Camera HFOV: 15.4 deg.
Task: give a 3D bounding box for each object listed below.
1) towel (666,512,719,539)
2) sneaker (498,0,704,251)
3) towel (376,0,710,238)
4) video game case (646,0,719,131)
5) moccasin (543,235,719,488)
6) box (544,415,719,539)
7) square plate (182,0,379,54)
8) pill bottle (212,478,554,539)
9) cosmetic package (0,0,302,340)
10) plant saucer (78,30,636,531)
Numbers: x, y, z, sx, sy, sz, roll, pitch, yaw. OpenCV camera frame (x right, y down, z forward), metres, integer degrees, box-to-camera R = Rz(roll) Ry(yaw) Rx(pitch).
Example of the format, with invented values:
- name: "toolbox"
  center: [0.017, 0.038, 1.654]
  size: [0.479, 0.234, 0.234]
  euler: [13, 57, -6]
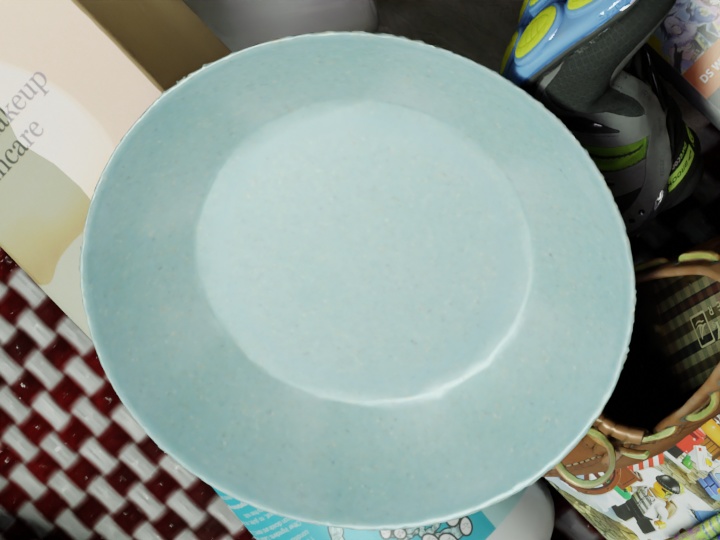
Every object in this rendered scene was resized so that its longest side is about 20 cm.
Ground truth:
- name: "towel"
  center: [0.225, 0.162, 1.066]
  size: [0.143, 0.023, 0.200]
  euler: [-34, 102, 37]
- name: "sneaker"
  center: [0.090, -0.062, 0.965]
  size: [0.082, 0.071, 0.200]
  euler: [20, 151, 5]
- name: "towel"
  center: [0.045, -0.093, 1.053]
  size: [0.200, 0.034, 0.133]
  euler: [34, 129, 5]
- name: "video game case"
  center: [0.176, -0.136, 0.944]
  size: [0.181, 0.026, 0.200]
  euler: [43, 119, -2]
- name: "moccasin"
  center: [0.104, 0.037, 1.000]
  size: [0.201, 0.078, 0.074]
  euler: [-26, 81, 58]
- name: "box"
  center: [0.175, 0.094, 1.091]
  size: [0.200, 0.038, 0.137]
  euler: [44, 128, -2]
- name: "square plate"
  center: [-0.089, -0.174, 1.050]
  size: [0.198, 0.028, 0.201]
  euler: [-8, 107, 43]
- name: "pill bottle"
  center: [0.007, 0.089, 1.131]
  size: [0.111, 0.111, 0.200]
  euler: [-35, 99, 37]
- name: "cosmetic package"
  center: [-0.112, -0.066, 1.033]
  size: [0.200, 0.071, 0.105]
  euler: [44, 116, 0]
- name: "plant saucer"
  center: [0.000, 0.000, 0.966]
  size: [0.200, 0.039, 0.202]
  euler: [3, 118, 5]
